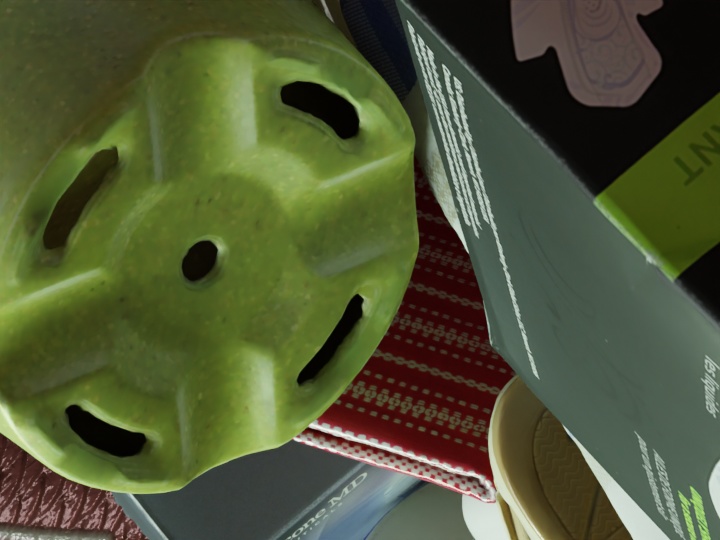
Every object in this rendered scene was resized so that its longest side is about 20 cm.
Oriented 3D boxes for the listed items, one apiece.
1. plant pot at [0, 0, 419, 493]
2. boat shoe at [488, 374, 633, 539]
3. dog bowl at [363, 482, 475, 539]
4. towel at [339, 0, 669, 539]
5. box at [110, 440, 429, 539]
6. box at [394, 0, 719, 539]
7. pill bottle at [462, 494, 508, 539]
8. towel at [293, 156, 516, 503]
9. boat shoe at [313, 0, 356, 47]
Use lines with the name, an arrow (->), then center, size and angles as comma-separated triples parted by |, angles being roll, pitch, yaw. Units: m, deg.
plant pot -> -0.084, -0.040, 0.803 | 0.184, 0.200, 0.201 | 39, 167, 45
boat shoe -> 0.099, 0.108, 0.809 | 0.201, 0.073, 0.069 | 60, 172, -3
dog bowl -> 0.082, 0.174, 1.188 | 0.200, 0.199, 0.079 | 46, 149, 29
towel -> 0.064, -0.030, 0.713 | 0.201, 0.024, 0.147 | 61, 148, 21
box -> -0.016, 0.040, 1.210 | 0.123, 0.200, 0.198 | 49, 173, 12
box -> 0.127, 0.008, 0.413 | 0.200, 0.148, 0.124 | 48, 171, 25
pill bottle -> 0.107, 0.093, 1.078 | 0.200, 0.111, 0.111 | 51, 172, -8
towel -> 0.000, 0.000, 0.954 | 0.144, 0.200, 0.023 | 17, 122, 7
boat shoe -> -0.009, -0.118, 1.009 | 0.200, 0.063, 0.074 | 21, 138, 62
